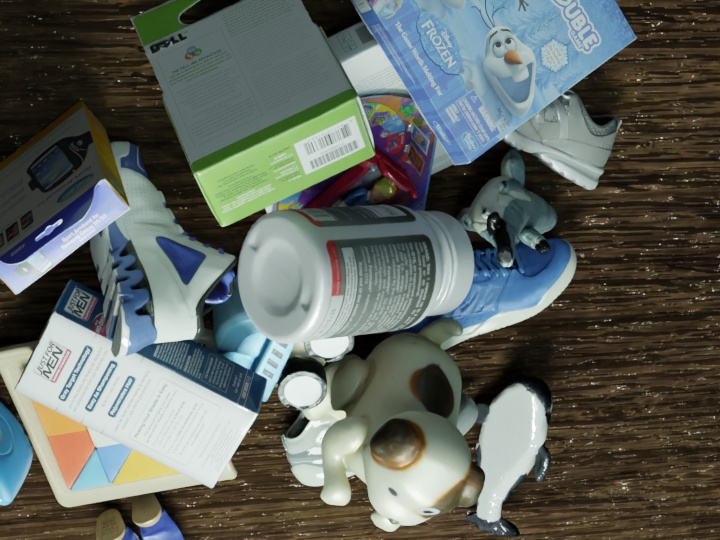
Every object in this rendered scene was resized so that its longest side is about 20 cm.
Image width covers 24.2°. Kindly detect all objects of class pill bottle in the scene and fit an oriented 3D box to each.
[{"bbox_3d":[0.000,0.000,1.483,0.199,0.114,0.115,-4,121,-44],"label":"pill bottle"}]

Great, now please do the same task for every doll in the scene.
[{"bbox_3d":[-0.207,0.317,1.708,0.136,0.049,0.201,-25,128,-5],"label":"doll"}]

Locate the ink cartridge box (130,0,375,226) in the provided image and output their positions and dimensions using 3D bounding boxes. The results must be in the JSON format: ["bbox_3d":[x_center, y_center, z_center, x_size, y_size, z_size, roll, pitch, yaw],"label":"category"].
[{"bbox_3d":[-0.093,-0.158,1.423,0.147,0.201,0.076,-25,142,-2],"label":"ink cartridge box"}]

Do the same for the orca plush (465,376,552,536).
[{"bbox_3d":[0.171,0.187,1.748,0.071,0.105,0.202,-24,124,-41],"label":"orca plush"}]

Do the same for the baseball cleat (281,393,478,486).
[{"bbox_3d":[0.019,0.151,1.678,0.199,0.070,0.107,-22,123,-6],"label":"baseball cleat"}]

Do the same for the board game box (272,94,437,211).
[{"bbox_3d":[0.000,-0.068,1.540,0.157,0.039,0.201,-10,135,-19],"label":"board game box"}]

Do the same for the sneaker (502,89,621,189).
[{"bbox_3d":[0.163,-0.152,1.572,0.199,0.075,0.082,26,98,-38],"label":"sneaker"}]

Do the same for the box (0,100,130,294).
[{"bbox_3d":[-0.258,-0.059,1.403,0.119,0.200,0.042,-36,122,5],"label":"box"}]

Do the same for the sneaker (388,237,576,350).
[{"bbox_3d":[0.108,0.000,1.622,0.199,0.077,0.112,-24,131,4],"label":"sneaker"}]

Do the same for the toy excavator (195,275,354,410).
[{"bbox_3d":[-0.127,0.064,1.578,0.199,0.100,0.195,18,123,-16],"label":"toy excavator"}]

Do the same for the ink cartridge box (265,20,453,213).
[{"bbox_3d":[-0.016,-0.132,1.533,0.199,0.045,0.177,-25,139,-3],"label":"ink cartridge box"}]

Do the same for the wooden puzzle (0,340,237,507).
[{"bbox_3d":[-0.230,0.139,1.569,0.184,0.037,0.201,-11,122,13],"label":"wooden puzzle"}]

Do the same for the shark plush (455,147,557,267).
[{"bbox_3d":[0.148,-0.050,1.550,0.083,0.200,0.091,38,97,-3],"label":"shark plush"}]

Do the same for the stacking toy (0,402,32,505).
[{"bbox_3d":[-0.410,0.205,1.564,0.200,0.110,0.116,-41,106,19],"label":"stacking toy"}]

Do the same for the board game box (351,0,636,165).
[{"bbox_3d":[0.111,-0.231,1.456,0.199,0.043,0.201,-37,103,-15],"label":"board game box"}]

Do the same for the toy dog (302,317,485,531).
[{"bbox_3d":[0.049,0.156,1.545,0.194,0.200,0.139,-42,114,12],"label":"toy dog"}]

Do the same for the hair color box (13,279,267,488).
[{"bbox_3d":[-0.194,0.101,1.491,0.199,0.061,0.100,28,120,-9],"label":"hair color box"}]

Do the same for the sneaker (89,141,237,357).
[{"bbox_3d":[-0.170,-0.012,1.467,0.114,0.201,0.081,1,146,-22],"label":"sneaker"}]
